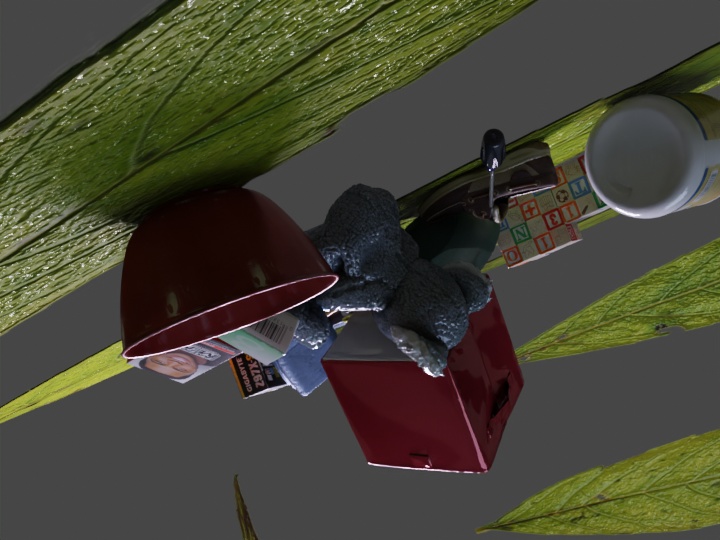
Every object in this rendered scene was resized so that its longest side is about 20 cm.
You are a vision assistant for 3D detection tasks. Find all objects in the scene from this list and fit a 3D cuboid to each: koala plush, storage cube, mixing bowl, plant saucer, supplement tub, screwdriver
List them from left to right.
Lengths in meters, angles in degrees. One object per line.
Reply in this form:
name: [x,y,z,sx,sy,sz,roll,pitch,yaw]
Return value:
mixing bowl: [-0.130,-0.007,0.766,0.199,0.109,0.200,-21,174,-2]
koala plush: [0.037,0.021,0.958,0.177,0.200,0.184,-47,168,-40]
storage cube: [0.081,0.127,1.097,0.199,0.180,0.171,-2,-145,32]
plant saucer: [0.100,-0.034,1.207,0.201,0.039,0.201,-30,-147,22]
screwdriver: [0.148,-0.113,1.001,0.028,0.029,0.200,-56,169,-11]
supplement tub: [0.384,-0.145,1.071,0.200,0.145,0.144,-13,170,-47]

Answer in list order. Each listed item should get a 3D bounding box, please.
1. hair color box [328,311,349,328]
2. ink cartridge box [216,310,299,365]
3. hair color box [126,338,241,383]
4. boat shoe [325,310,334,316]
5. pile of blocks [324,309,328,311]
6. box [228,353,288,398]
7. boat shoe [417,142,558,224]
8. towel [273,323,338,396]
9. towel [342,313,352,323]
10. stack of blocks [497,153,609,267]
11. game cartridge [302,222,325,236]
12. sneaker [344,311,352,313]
hair color box: [-0.062,0.049,1.441,0.199,0.100,0.061,-23,172,8]
ink cartridge box: [-0.172,0.054,0.966,0.200,0.161,0.050,-36,-154,61]
hair color box: [-0.255,0.103,1.275,0.101,0.062,0.200,25,149,-27]
boat shoe: [0.000,0.000,1.205,0.199,0.071,0.069,-25,-167,31]
pile of blocks: [-0.057,0.043,1.150,0.082,0.062,0.200,33,143,-25]
box: [-0.173,0.120,1.407,0.049,0.160,0.200,-20,174,5]
boat shoe: [0.164,-0.094,1.120,0.199,0.072,0.072,-25,172,31]
towel: [-0.102,0.096,1.363,0.111,0.200,0.049,-36,-145,-13]
towel: [0.026,0.071,1.394,0.086,0.018,0.200,-26,171,5]
stack of blocks: [0.307,-0.095,1.366,0.199,0.116,0.058,-25,172,30]
game cartridge: [-0.106,-0.010,1.144,0.199,0.039,0.130,-23,177,14]
sneaker: [-0.006,0.009,1.312,0.071,0.098,0.200,-14,169,-31]
